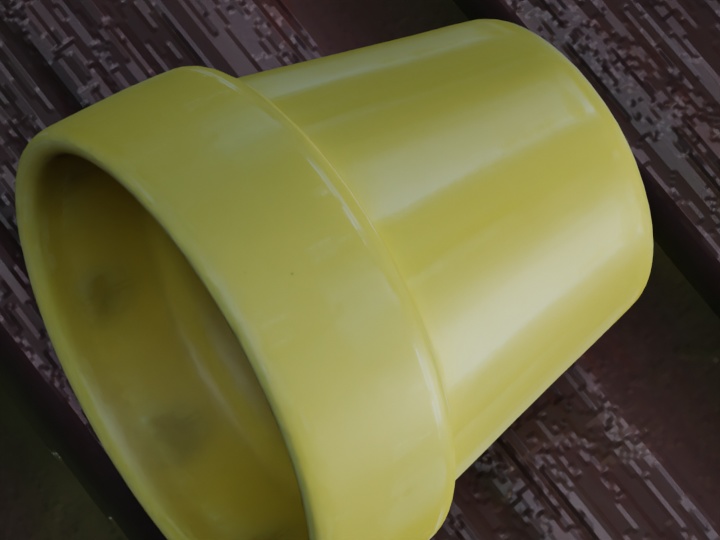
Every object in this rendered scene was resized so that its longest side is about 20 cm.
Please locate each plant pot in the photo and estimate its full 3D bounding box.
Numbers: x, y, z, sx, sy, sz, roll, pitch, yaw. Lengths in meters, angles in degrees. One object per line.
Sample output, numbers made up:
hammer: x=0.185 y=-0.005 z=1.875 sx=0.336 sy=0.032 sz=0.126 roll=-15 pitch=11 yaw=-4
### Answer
plant pot: x=0.000 y=0.000 z=0.923 sx=0.188 sy=0.201 sz=0.201 roll=-29 pitch=76 yaw=-23
